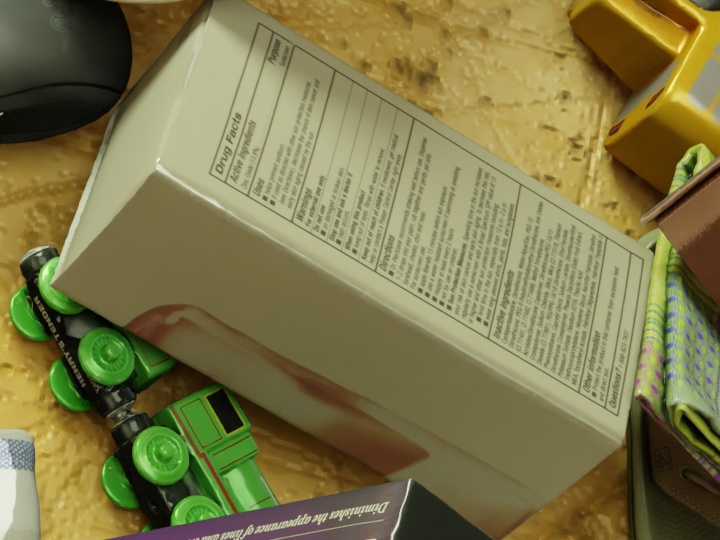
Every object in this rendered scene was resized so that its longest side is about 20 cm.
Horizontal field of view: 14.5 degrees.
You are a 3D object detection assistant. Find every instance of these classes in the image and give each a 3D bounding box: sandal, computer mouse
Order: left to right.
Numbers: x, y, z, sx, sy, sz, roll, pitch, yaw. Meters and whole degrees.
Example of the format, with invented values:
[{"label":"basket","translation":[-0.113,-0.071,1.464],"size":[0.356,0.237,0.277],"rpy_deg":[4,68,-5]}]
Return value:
[{"label":"computer mouse","translation":[-0.170,-0.053,1.013],"size":[0.199,0.046,0.141],"rpy_deg":[-2,74,-21]},{"label":"sandal","translation":[0.144,0.075,1.109],"size":[0.079,0.057,0.202],"rpy_deg":[-8,76,-23]}]

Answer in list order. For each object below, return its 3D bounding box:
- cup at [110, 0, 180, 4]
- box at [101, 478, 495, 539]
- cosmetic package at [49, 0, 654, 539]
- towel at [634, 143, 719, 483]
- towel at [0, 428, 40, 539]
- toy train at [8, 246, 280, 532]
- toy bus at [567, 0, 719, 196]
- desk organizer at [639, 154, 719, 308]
[{"label":"cup","translation":[-0.057,-0.212,1.042],"size":[0.201,0.200,0.143],"rpy_deg":[52,30,1]},{"label":"box","translation":[-0.048,0.157,0.914],"size":[0.079,0.199,0.142],"rpy_deg":[36,54,-33]},{"label":"cosmetic package","translation":[0.000,0.000,1.038],"size":[0.200,0.087,0.104],"rpy_deg":[32,45,-15]},{"label":"towel","translation":[0.181,0.057,1.093],"size":[0.200,0.023,0.144],"rpy_deg":[42,39,-25]},{"label":"towel","translation":[-0.179,0.148,0.980],"size":[0.146,0.024,0.201],"rpy_deg":[3,74,-23]},{"label":"toy train","translation":[-0.062,0.074,1.041],"size":[0.056,0.042,0.201],"rpy_deg":[-26,84,-37]},{"label":"toy bus","translation":[0.171,-0.052,1.157],"size":[0.200,0.065,0.078],"rpy_deg":[36,66,-8]},{"label":"desk organizer","translation":[0.204,-0.046,1.075],"size":[0.200,0.072,0.077],"rpy_deg":[-35,86,-39]}]
